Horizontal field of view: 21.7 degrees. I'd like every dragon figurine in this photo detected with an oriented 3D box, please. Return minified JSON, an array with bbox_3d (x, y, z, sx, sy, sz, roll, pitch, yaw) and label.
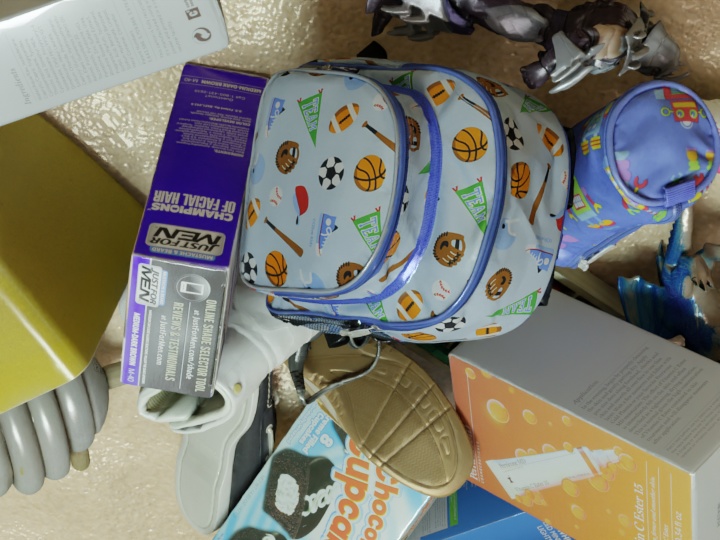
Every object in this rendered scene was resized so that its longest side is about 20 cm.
[{"bbox_3d":[0.218,0.017,1.303,0.099,0.059,0.200,-4,114,50],"label":"dragon figurine"}]

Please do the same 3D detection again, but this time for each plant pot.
[{"bbox_3d":[-0.283,-0.015,1.238,0.200,0.200,0.177,-25,114,22],"label":"plant pot"}]

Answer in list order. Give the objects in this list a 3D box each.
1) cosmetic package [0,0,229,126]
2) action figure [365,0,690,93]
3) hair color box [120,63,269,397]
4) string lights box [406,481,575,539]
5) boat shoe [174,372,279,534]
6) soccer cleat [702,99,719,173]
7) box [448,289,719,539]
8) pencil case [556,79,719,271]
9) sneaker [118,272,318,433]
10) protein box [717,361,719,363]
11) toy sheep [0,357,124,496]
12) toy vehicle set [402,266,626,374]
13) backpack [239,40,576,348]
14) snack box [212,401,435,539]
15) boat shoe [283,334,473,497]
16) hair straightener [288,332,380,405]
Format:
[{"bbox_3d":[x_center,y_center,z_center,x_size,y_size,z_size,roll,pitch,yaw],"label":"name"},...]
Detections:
[{"bbox_3d":[-0.187,-0.155,1.141,0.199,0.102,0.074,-18,127,1],"label":"cosmetic package"},{"bbox_3d":[0.106,-0.149,1.152,0.199,0.130,0.070,17,99,7],"label":"action figure"},{"bbox_3d":[-0.104,-0.029,1.201,0.065,0.200,0.110,8,130,-3],"label":"hair color box"},{"bbox_3d":[0.124,0.164,1.420,0.200,0.103,0.059,-21,126,20],"label":"string lights box"},{"bbox_3d":[-0.092,0.112,1.414,0.060,0.074,0.200,-23,135,-39],"label":"boat shoe"},{"bbox_3d":[0.272,-0.092,1.228,0.199,0.070,0.087,20,110,-14],"label":"soccer cleat"},{"bbox_3d":[0.170,0.112,1.273,0.200,0.097,0.125,26,140,36],"label":"box"},{"bbox_3d":[0.155,-0.054,1.190,0.078,0.087,0.200,-21,175,-18],"label":"pencil case"},{"bbox_3d":[-0.127,0.050,1.277,0.200,0.116,0.074,1,130,50],"label":"sneaker"},{"bbox_3d":[0.354,0.123,1.352,0.198,0.135,0.200,14,130,-8],"label":"protein box"},{"bbox_3d":[-0.253,0.103,1.374,0.200,0.138,0.138,-23,133,-18],"label":"toy sheep"},{"bbox_3d":[0.094,0.025,1.353,0.200,0.027,0.124,32,125,-22],"label":"toy vehicle set"},{"bbox_3d":[0.028,-0.044,1.131,0.190,0.201,0.154,5,-178,38],"label":"backpack"},{"bbox_3d":[-0.019,0.173,1.395,0.116,0.037,0.200,37,102,14],"label":"snack box"},{"bbox_3d":[0.005,0.080,1.331,0.074,0.069,0.200,-45,77,1],"label":"boat shoe"},{"bbox_3d":[0.000,0.000,1.267,0.077,0.041,0.201,18,100,5],"label":"hair straightener"}]
